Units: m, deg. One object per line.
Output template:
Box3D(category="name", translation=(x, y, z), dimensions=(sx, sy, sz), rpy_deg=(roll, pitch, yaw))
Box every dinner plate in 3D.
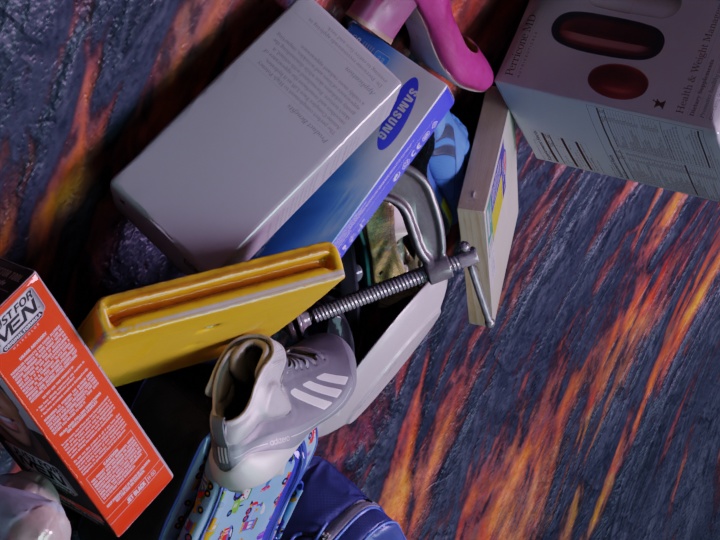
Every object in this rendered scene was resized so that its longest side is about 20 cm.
Box3D(category="dinner plate", translation=(0.023, 0.081, 1.445), dimensions=(0.200, 0.024, 0.200), rpy_deg=(-49, 173, -9))

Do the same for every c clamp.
Box3D(category="c clamp", translation=(0.000, 0.000, 1.279), dimensions=(0.199, 0.027, 0.172), rpy_deg=(-15, 116, -3))

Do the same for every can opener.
Box3D(category="can opener", translation=(-0.026, -0.008, 1.328), dimensions=(0.063, 0.079, 0.201), rpy_deg=(-26, 131, -27))

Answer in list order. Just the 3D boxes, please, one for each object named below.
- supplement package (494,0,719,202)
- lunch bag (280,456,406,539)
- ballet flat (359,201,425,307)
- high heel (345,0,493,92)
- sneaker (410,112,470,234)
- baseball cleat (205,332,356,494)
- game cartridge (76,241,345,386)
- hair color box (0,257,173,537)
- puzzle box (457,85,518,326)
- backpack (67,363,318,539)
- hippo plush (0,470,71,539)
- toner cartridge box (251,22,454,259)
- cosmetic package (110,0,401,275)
Box3D(category="supplement package", translation=(0.254, -0.188, 1.364), dimensions=(0.192, 0.199, 0.147), rpy_deg=(-67, 152, -14))
Box3D(category="lunch bag", translation=(-0.023, 0.286, 1.548), dimensions=(0.136, 0.132, 0.200), rpy_deg=(-47, 149, -14))
Box3D(category="ballet flat", translation=(0.024, -0.038, 1.354), dimensions=(0.071, 0.071, 0.200), rpy_deg=(-43, 151, -19))
Box3D(category="high heel", translation=(0.071, -0.207, 1.261), dimensions=(0.096, 0.067, 0.200), rpy_deg=(-57, 150, 8))
Box3D(category="sneaker", translation=(0.055, -0.115, 1.343), dimensions=(0.079, 0.066, 0.200), rpy_deg=(-60, 152, -27))
Box3D(category="baseball cleat", translation=(-0.054, 0.080, 1.191), dimensions=(0.200, 0.069, 0.107), rpy_deg=(-56, 147, -55))
Box3D(category="game cartridge", translation=(-0.124, 0.039, 1.123), dimensions=(0.175, 0.033, 0.200), rpy_deg=(-15, 171, -26))
Box3D(category="hair color box", translation=(-0.213, 0.079, 1.051), dimensions=(0.061, 0.101, 0.201), rpy_deg=(-47, 131, -25))
Box3D(category="puzzle box", translation=(0.117, -0.055, 1.438), dimensions=(0.200, 0.025, 0.134), rpy_deg=(79, 24, -58))
Box3D(category="backpack", translation=(-0.113, 0.166, 1.306), dimensions=(0.200, 0.134, 0.183), rpy_deg=(-1, 121, -57))
Box3D(category="hippo plush", translation=(-0.283, 0.127, 1.015), dimensions=(0.159, 0.200, 0.162), rpy_deg=(-24, 113, -21))
Box3D(category="toner cartridge box", translation=(-0.025, -0.080, 1.217), dimensions=(0.200, 0.095, 0.043), rpy_deg=(-54, 164, -2))
Box3D(category="cosmetic package", translation=(-0.073, -0.089, 1.127), dimensions=(0.200, 0.102, 0.074), rpy_deg=(-45, 175, -13))
